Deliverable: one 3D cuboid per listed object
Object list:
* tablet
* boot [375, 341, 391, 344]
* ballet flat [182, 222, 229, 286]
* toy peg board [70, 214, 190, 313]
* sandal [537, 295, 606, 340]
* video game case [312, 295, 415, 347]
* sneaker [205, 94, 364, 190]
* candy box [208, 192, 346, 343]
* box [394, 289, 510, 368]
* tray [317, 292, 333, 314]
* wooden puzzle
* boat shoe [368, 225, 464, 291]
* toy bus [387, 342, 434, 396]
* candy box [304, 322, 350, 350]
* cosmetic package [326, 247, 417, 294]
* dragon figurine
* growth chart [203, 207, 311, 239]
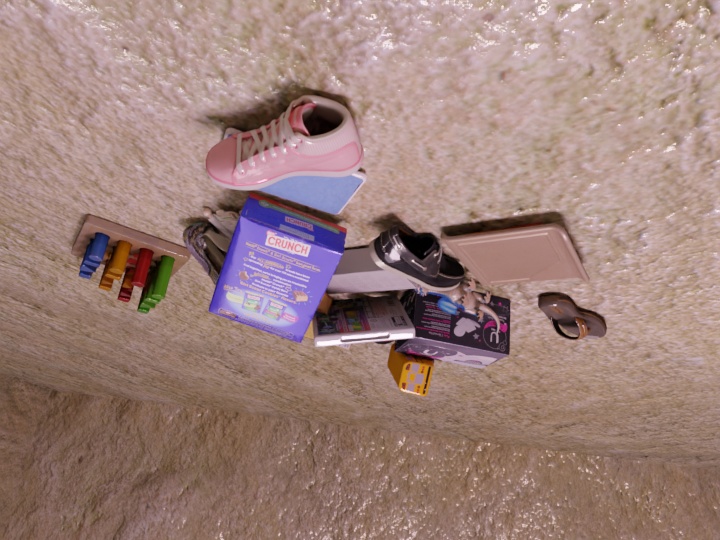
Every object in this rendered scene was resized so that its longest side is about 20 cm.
[{"bbox_3d":[-0.100,-0.134,0.845,0.195,0.014,0.130,17,156,-17],"label":"tablet"},{"bbox_3d":[0.026,0.120,1.332,0.197,0.074,0.143,21,156,-36],"label":"boot"},{"bbox_3d":[-0.228,0.000,1.054,0.071,0.072,0.202,-17,116,46],"label":"ballet flat"},{"bbox_3d":[-0.459,0.001,1.181,0.195,0.100,0.199,20,154,-27],"label":"toy peg board"},{"bbox_3d":[0.407,0.102,1.168,0.080,0.056,0.198,-12,150,40],"label":"sandal"},{"bbox_3d":[-0.002,0.091,1.137,0.177,0.024,0.200,-4,-165,-5],"label":"video game case"},{"bbox_3d":[-0.096,-0.154,0.707,0.194,0.077,0.105,-4,159,3],"label":"sneaker"},{"bbox_3d":[-0.133,0.000,0.965,0.165,0.078,0.202,20,126,-12],"label":"candy box"},{"bbox_3d":[0.178,0.112,1.194,0.194,0.118,0.132,13,157,-10],"label":"box"},{"bbox_3d":[-0.155,0.023,1.132,0.196,0.038,0.099,19,167,24],"label":"tray"},{"bbox_3d":[0.246,-0.026,0.957,0.195,0.038,0.184,-1,157,32],"label":"wooden puzzle"},{"bbox_3d":[0.106,-0.020,0.974,0.197,0.073,0.068,19,130,-37],"label":"boat shoe"},{"bbox_3d":[0.105,0.201,1.276,0.076,0.067,0.200,11,-175,-7],"label":"toy bus"},{"bbox_3d":[-0.114,0.097,1.275,0.196,0.058,0.117,21,-171,-25],"label":"candy box"},{"bbox_3d":[0.000,0.000,1.075,0.195,0.052,0.082,-5,152,31],"label":"cosmetic package"},{"bbox_3d":[0.179,0.050,1.102,0.198,0.060,0.098,30,168,-39],"label":"dragon figurine"},{"bbox_3d":[-0.153,-0.067,1.015,0.194,0.018,0.145,3,156,13],"label":"growth chart"}]
